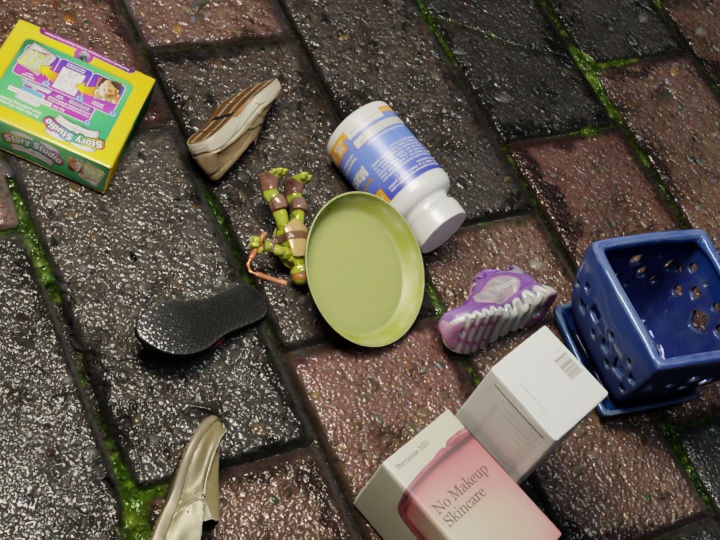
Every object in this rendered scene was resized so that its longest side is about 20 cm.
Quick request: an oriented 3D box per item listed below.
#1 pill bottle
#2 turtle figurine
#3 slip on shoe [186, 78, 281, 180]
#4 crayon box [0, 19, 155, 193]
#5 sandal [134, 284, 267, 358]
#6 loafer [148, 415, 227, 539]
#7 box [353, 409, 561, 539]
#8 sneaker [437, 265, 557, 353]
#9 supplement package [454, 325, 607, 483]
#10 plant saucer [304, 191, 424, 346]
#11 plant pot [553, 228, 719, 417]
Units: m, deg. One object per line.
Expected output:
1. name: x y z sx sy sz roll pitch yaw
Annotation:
1. pill bottle: 0.052 -0.125 1.778 0.111 0.112 0.201 -26 69 -36
2. turtle figurine: -0.081 -0.047 1.694 0.198 0.064 0.164 2 69 -38
3. slip on shoe: -0.164 -0.196 1.772 0.061 0.075 0.201 64 36 -24
4. crayon box: -0.390 -0.215 1.684 0.198 0.058 0.174 23 51 -6
5. sandal: -0.195 0.069 1.582 0.199 0.045 0.076 -17 69 -49
6. loafer: -0.184 0.257 1.428 0.067 0.076 0.202 24 60 -7
7. box: 0.112 0.288 1.507 0.200 0.109 0.127 47 52 13
8. sneaker: 0.169 0.044 1.736 0.198 0.081 0.089 -18 58 -38
9. supplement package: 0.186 0.182 1.557 0.109 0.201 0.114 -32 73 -36
10. plant saucer: 0.000 0.000 1.674 0.198 0.031 0.203 10 74 -39
11. plant pot: 0.386 0.080 1.732 0.197 0.180 0.202 -6 59 -28
